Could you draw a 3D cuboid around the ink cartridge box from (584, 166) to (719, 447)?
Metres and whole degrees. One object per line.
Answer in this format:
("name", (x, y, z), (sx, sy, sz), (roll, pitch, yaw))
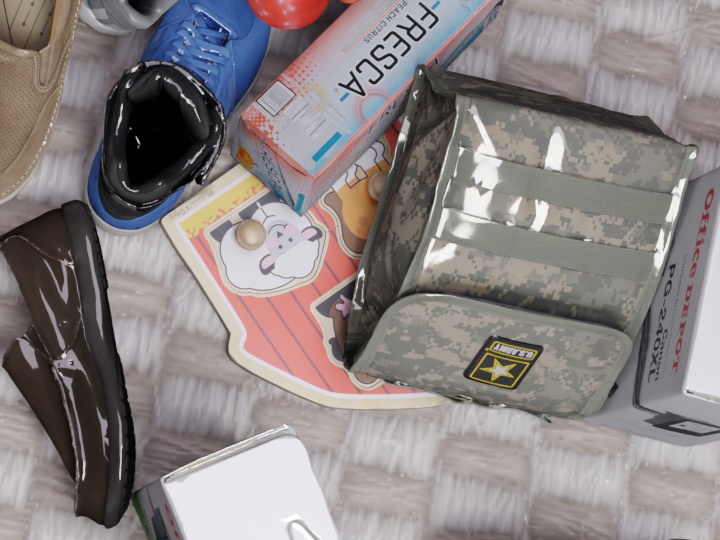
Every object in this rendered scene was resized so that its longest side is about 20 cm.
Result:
("ink cartridge box", (0.214, 0.024, 1.419), (0.083, 0.200, 0.146), (15, 79, -10))

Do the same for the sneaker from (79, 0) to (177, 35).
("sneaker", (-0.111, -0.237, 1.412), (0.075, 0.115, 0.201), (14, 93, -26))

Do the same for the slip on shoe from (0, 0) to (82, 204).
("slip on shoe", (-0.209, -0.133, 1.392), (0.076, 0.061, 0.200), (24, 102, 1))

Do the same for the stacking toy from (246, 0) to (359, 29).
("stacking toy", (0.023, -0.203, 1.406), (0.200, 0.085, 0.086), (-25, 88, -11))

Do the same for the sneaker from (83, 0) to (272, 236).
("sneaker", (-0.103, -0.118, 1.417), (0.077, 0.111, 0.200), (32, 76, -7))

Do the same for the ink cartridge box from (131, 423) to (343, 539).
("ink cartridge box", (-0.062, 0.174, 1.337), (0.087, 0.200, 0.146), (-22, 87, -14))

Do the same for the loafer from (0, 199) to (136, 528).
("loafer", (-0.181, 0.060, 1.403), (0.071, 0.073, 0.201), (-10, 79, -4))

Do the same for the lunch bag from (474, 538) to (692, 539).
("lunch bag", (0.140, 0.262, 1.401), (0.167, 0.139, 0.201), (5, 83, -28))

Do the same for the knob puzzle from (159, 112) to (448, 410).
("knob puzzle", (0.000, 0.000, 1.465), (0.219, 0.030, 0.220), (2, 81, -12))

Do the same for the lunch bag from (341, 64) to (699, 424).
("lunch bag", (0.092, -0.007, 1.410), (0.164, 0.118, 0.200), (12, 104, -17))

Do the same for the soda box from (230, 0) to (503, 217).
("soda box", (0.008, -0.129, 1.451), (0.064, 0.068, 0.200), (42, 70, 7))
